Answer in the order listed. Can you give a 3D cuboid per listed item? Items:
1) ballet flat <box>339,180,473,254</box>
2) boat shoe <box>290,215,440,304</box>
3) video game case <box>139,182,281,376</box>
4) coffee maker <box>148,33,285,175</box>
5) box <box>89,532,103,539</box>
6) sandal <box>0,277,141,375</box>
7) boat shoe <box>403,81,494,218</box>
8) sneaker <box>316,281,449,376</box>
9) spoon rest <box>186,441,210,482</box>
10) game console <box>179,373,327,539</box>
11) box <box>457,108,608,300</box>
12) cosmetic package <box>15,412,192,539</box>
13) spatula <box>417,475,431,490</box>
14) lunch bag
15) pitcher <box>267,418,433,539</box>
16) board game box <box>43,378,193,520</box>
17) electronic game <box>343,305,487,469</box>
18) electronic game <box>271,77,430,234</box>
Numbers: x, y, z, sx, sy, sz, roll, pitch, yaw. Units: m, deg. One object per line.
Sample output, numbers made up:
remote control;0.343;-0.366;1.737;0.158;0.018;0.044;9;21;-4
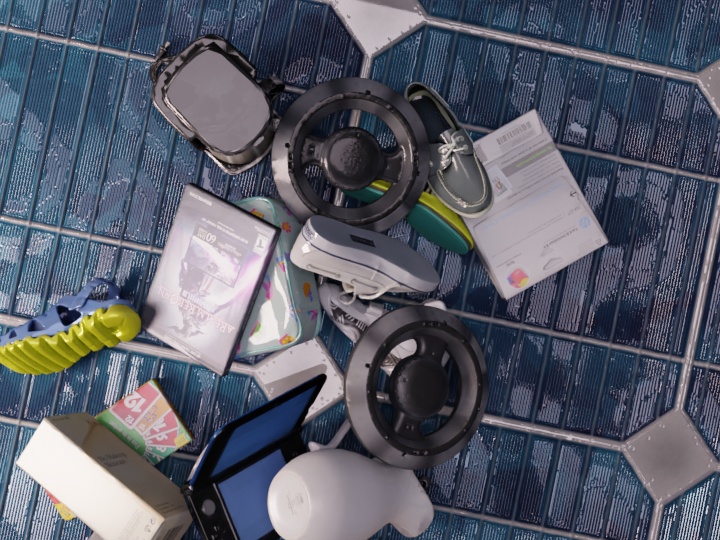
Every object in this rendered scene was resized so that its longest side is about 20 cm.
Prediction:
ballet flat;0.067;-0.096;1.473;0.200;0.067;0.067;28;65;0
boat shoe;0.000;0.003;1.407;0.202;0.075;0.086;17;124;-33
video game case;-0.190;0.011;1.408;0.143;0.019;0.200;27;104;23
coffee maker;-0.193;-0.209;1.395;0.192;0.200;0.135;21;88;-1
box;-0.256;0.423;1.431;0.200;0.041;0.156;16;110;4
sandal;-0.376;0.070;1.458;0.200;0.080;0.087;-19;53;5
boat shoe;0.105;-0.155;1.435;0.073;0.062;0.200;-26;65;0
sneaker;0.042;0.062;1.464;0.200;0.075;0.115;43;87;-5
spoon rest;-0.206;0.293;1.450;0.061;0.099;0.200;22;102;17
game console;-0.106;0.245;1.383;0.200;0.118;0.171;-24;92;-46
box;0.207;-0.086;1.484;0.156;0.041;0.200;-30;89;-1
cosmetic package;-0.305;0.261;1.381;0.200;0.104;0.073;36;98;15
spatula;0.006;0.325;1.483;0.200;0.021;0.057;-30;88;-2
lunch bag;-0.142;0.007;1.437;0.160;0.077;0.200;-15;87;26
pitcher;-0.021;0.257;1.401;0.121;0.200;0.172;-42;59;36
board game box;-0.326;0.234;1.474;0.200;0.030;0.096;-34;90;1
electronic game;0.071;0.143;1.394;0.200;0.042;0.201;1;88;-26
electronic game;-0.011;-0.138;1.407;0.199;0.042;0.201;-1;98;-9
